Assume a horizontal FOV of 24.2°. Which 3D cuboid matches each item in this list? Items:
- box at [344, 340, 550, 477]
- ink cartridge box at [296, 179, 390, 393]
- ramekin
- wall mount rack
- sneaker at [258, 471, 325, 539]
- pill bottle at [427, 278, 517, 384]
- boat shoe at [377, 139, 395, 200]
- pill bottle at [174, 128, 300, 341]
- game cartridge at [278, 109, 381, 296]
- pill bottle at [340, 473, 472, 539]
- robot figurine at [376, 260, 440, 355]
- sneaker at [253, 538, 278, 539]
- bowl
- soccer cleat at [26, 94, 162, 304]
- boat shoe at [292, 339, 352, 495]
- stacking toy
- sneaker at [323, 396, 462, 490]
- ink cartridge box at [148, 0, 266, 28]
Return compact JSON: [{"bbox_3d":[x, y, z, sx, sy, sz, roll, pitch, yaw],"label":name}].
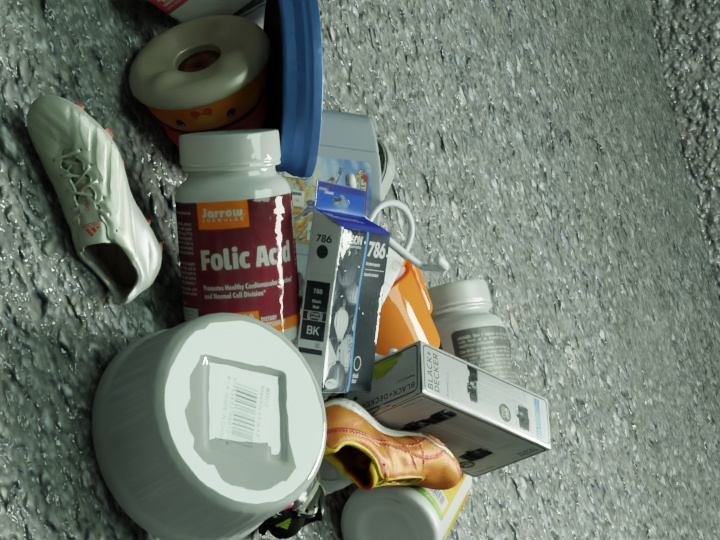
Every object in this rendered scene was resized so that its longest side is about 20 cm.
[{"bbox_3d":[0.092,0.147,1.747,0.199,0.116,0.061,24,53,-36],"label":"box"},{"bbox_3d":[-0.016,0.017,1.619,0.099,0.039,0.202,5,91,-59],"label":"ink cartridge box"},{"bbox_3d":[-0.125,0.134,1.462,0.199,0.098,0.202,17,60,-32],"label":"ramekin"},{"bbox_3d":[0.000,0.000,1.715,0.174,0.074,0.201,38,70,-31],"label":"wall mount rack"},{"bbox_3d":[-0.085,0.212,1.602,0.200,0.073,0.088,16,53,-67],"label":"sneaker"},{"bbox_3d":[0.132,0.119,2.069,0.113,0.112,0.201,12,64,-62],"label":"pill bottle"},{"bbox_3d":[-0.010,-0.101,1.972,0.064,0.070,0.201,57,30,-31],"label":"boat shoe"},{"bbox_3d":[-0.118,-0.031,1.595,0.114,0.113,0.202,-21,108,-65],"label":"pill bottle"},{"bbox_3d":[-0.044,-0.072,1.776,0.042,0.132,0.202,157,-62,-77],"label":"game cartridge"},{"bbox_3d":[0.060,0.240,1.840,0.112,0.110,0.200,66,25,-13],"label":"pill bottle"},{"bbox_3d":[0.015,0.050,1.871,0.117,0.143,0.201,-129,-165,-78],"label":"robot figurine"},{"bbox_3d":[-0.050,0.324,1.603,0.200,0.070,0.109,22,49,-51],"label":"sneaker"},{"bbox_3d":[-0.070,-0.192,1.661,0.201,0.039,0.202,179,-90,-81],"label":"bowl"},{"bbox_3d":[-0.237,-0.062,1.484,0.201,0.069,0.078,63,29,-26],"label":"soccer cleat"},{"bbox_3d":[-0.038,0.132,1.759,0.072,0.068,0.201,32,46,-54],"label":"boat shoe"},{"bbox_3d":[-0.139,-0.143,1.698,0.147,0.145,0.201,-78,157,-47],"label":"stacking toy"},{"bbox_3d":[0.022,0.194,1.691,0.199,0.073,0.078,23,51,-34],"label":"sneaker"},{"bbox_3d":[-0.161,-0.318,1.747,0.200,0.084,0.145,30,31,-55],"label":"ink cartridge box"}]
